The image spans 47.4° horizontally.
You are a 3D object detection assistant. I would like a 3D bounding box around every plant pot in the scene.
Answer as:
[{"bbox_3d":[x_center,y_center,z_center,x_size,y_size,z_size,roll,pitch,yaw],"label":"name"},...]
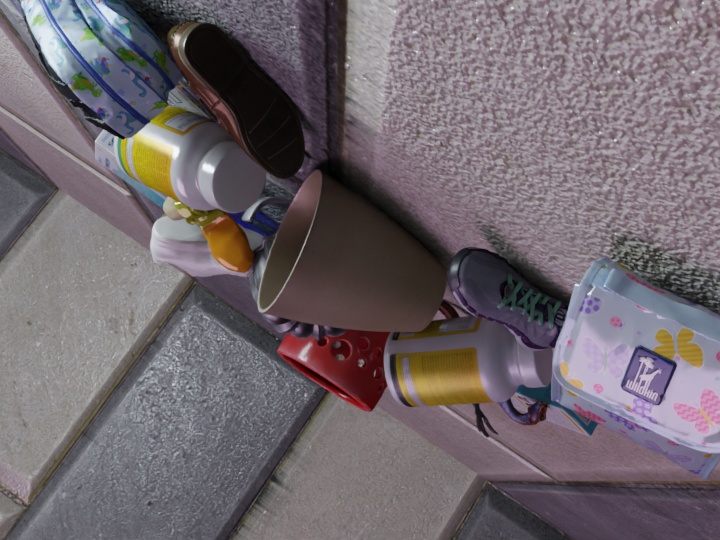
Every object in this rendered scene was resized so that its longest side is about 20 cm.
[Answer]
[{"bbox_3d":[-0.017,0.126,1.452,0.200,0.183,0.200,33,167,9],"label":"plant pot"},{"bbox_3d":[0.000,0.000,1.021,0.200,0.188,0.187,23,171,-16],"label":"plant pot"}]

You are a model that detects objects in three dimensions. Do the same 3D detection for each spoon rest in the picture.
[{"bbox_3d":[-0.080,-0.061,1.257,0.200,0.061,0.099,26,173,-25],"label":"spoon rest"}]

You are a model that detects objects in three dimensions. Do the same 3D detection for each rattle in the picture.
[{"bbox_3d":[-0.210,-0.097,1.209,0.143,0.130,0.200,38,177,-23],"label":"rattle"}]

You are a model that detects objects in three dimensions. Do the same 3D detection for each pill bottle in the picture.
[{"bbox_3d":[0.139,0.115,1.055,0.199,0.112,0.112,-8,144,29],"label":"pill bottle"},{"bbox_3d":[-0.215,-0.142,1.042,0.200,0.113,0.113,24,164,37],"label":"pill bottle"}]

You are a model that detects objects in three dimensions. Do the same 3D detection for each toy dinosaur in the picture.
[{"bbox_3d":[0.194,0.140,1.176,0.182,0.105,0.200,52,-165,-28],"label":"toy dinosaur"}]

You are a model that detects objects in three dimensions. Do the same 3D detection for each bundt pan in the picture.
[{"bbox_3d":[-0.063,0.026,1.170,0.202,0.202,0.076,45,-154,-37],"label":"bundt pan"}]

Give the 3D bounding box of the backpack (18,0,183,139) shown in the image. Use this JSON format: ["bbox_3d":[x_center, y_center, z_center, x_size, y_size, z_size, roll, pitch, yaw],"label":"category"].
[{"bbox_3d":[-0.282,-0.235,0.902,0.163,0.153,0.200,54,-167,-46],"label":"backpack"}]

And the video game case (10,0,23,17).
[{"bbox_3d":[-0.410,-0.329,1.170,0.200,0.019,0.143,33,167,13],"label":"video game case"}]

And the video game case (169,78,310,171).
[{"bbox_3d":[-0.175,-0.199,1.039,0.200,0.023,0.182,43,165,-30],"label":"video game case"}]

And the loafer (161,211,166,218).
[{"bbox_3d":[-0.271,-0.045,1.374,0.076,0.067,0.200,58,-170,33],"label":"loafer"}]

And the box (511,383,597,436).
[{"bbox_3d":[0.268,0.185,1.247,0.082,0.049,0.200,43,165,-29],"label":"box"}]

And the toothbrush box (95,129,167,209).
[{"bbox_3d":[-0.356,-0.178,1.426,0.200,0.085,0.146,36,166,-11],"label":"toothbrush box"}]

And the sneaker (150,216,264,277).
[{"bbox_3d":[-0.214,-0.018,1.228,0.199,0.075,0.089,16,132,-7],"label":"sneaker"}]

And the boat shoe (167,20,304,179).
[{"bbox_3d":[-0.131,-0.186,0.887,0.068,0.072,0.200,25,155,51],"label":"boat shoe"}]

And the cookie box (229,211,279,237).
[{"bbox_3d":[-0.143,-0.025,1.345,0.171,0.075,0.200,33,-173,7],"label":"cookie box"}]

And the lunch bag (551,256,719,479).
[{"bbox_3d":[0.264,0.085,0.731,0.169,0.127,0.200,27,159,22],"label":"lunch bag"}]

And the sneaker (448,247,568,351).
[{"bbox_3d":[0.182,0.031,0.893,0.200,0.075,0.087,31,162,-39],"label":"sneaker"}]
